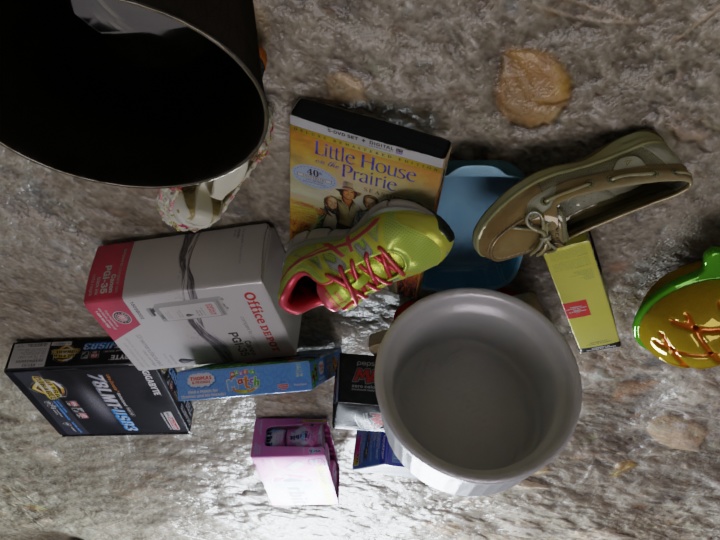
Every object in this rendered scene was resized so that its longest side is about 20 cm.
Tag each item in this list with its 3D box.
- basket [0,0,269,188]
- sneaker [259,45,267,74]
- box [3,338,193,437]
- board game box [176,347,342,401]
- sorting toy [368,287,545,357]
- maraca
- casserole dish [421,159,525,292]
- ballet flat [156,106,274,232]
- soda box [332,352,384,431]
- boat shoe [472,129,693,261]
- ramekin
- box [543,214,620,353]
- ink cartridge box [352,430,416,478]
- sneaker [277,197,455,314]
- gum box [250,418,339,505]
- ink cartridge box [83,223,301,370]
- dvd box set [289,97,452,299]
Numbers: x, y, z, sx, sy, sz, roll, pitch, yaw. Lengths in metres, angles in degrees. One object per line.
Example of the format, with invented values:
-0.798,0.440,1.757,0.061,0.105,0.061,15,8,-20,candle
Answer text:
-0.139,-0.173,0.474,0.179,0.201,0.136,7,142,-7,basket
-0.173,-0.152,0.606,0.199,0.076,0.092,-18,134,19,sneaker
-0.351,0.166,1.024,0.197,0.050,0.201,-1,142,3,box
-0.111,0.122,0.888,0.150,0.037,0.200,-6,176,8,board game box
0.139,0.091,0.907,0.199,0.070,0.199,-16,138,20,sorting toy
0.383,0.037,0.805,0.136,0.107,0.200,11,140,-12,maraca
0.109,-0.046,0.761,0.120,0.039,0.201,-1,142,1,casserole dish
-0.142,-0.084,0.691,0.075,0.064,0.200,10,142,-28,ballet flat
0.068,0.148,0.865,0.199,0.071,0.064,5,140,-4,soda box
0.200,-0.058,0.682,0.200,0.063,0.073,-24,141,0,boat shoe
0.111,0.127,0.746,0.199,0.202,0.098,1,147,-1,ramekin
0.235,0.007,0.798,0.050,0.076,0.200,-14,140,18,box
0.081,0.253,1.055,0.136,0.077,0.200,10,162,-13,ink cartridge box
0.000,0.000,0.690,0.199,0.091,0.078,-18,126,39,sneaker
-0.099,0.304,1.176,0.113,0.066,0.201,-2,141,5,gum box
-0.178,0.033,0.826,0.199,0.083,0.147,-7,141,9,ink cartridge box
0.002,-0.062,0.715,0.145,0.029,0.201,18,142,8,dvd box set
